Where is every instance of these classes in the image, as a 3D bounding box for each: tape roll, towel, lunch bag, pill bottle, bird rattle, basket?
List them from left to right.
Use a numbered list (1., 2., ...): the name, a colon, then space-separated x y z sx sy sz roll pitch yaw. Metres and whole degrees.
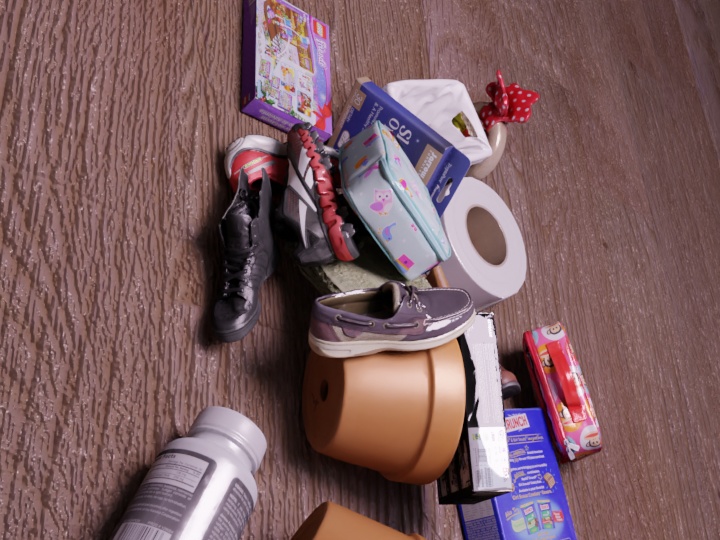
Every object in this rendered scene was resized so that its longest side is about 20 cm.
1. pill bottle: -0.164 0.234 0.789 0.111 0.110 0.202 44 45 -18
2. towel: 0.000 0.000 1.034 0.145 0.037 0.200 1 25 -30
3. lunch bag: 0.044 -0.088 1.031 0.161 0.076 0.201 50 16 -25
4. basket: 0.086 -0.201 1.265 0.198 0.122 0.138 -16 81 -47
5. tape roll: 0.177 -0.041 1.313 0.200 0.070 0.207 24 53 -36
6. bird rattle: 0.198 -0.227 1.354 0.111 0.197 0.168 11 86 -45
7. lunch bag: 0.308 0.185 1.258 0.176 0.080 0.204 59 15 -69

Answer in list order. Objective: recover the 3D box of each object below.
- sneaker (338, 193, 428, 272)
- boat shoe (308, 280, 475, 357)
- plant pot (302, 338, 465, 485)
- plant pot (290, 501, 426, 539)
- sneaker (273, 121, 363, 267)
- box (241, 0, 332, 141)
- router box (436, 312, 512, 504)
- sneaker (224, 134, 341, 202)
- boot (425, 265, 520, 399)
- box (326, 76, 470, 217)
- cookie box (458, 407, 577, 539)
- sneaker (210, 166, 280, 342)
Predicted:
1. sneaker: 0.032 -0.065 1.189 0.198 0.075 0.092 28 39 -37
2. boat shoe: 0.038 0.045 0.910 0.195 0.066 0.072 -8 37 -13
3. plant pot: 0.017 0.146 0.974 0.137 0.200 0.205 8 62 -24
4. plant pot: -0.018 0.332 0.830 0.139 0.201 0.201 38 44 -2
5. sneaker: -0.068 -0.090 1.005 0.071 0.096 0.204 53 17 -62
6. box: -0.105 -0.293 1.183 0.135 0.039 0.205 20 56 -37
7. router box: 0.126 0.169 0.990 0.050 0.150 0.205 1 70 -11
8. sneaker: -0.090 -0.118 1.090 0.196 0.077 0.087 3 72 -33
9. boot: 0.149 0.087 1.149 0.188 0.067 0.204 83 -13 -82
10. box: 0.049 -0.160 1.148 0.199 0.123 0.032 39 33 16
11. cookie box: 0.210 0.303 1.159 0.169 0.075 0.205 7 65 -43
12. sneaker: -0.140 -0.022 0.961 0.202 0.058 0.106 -72 155 -46
